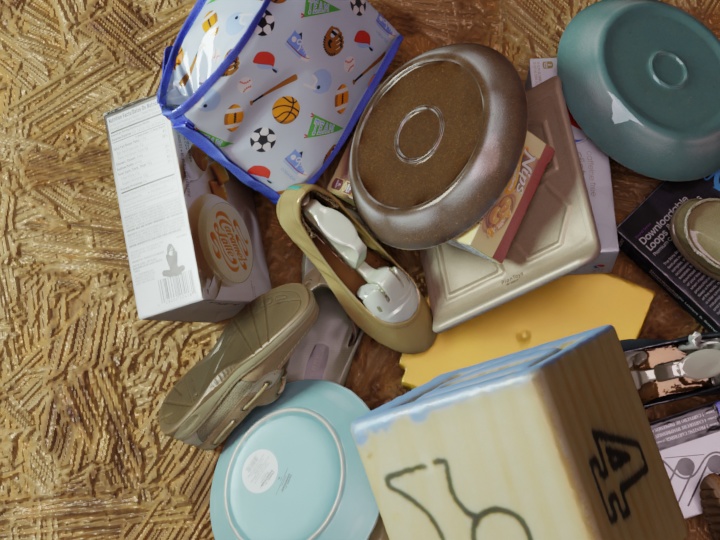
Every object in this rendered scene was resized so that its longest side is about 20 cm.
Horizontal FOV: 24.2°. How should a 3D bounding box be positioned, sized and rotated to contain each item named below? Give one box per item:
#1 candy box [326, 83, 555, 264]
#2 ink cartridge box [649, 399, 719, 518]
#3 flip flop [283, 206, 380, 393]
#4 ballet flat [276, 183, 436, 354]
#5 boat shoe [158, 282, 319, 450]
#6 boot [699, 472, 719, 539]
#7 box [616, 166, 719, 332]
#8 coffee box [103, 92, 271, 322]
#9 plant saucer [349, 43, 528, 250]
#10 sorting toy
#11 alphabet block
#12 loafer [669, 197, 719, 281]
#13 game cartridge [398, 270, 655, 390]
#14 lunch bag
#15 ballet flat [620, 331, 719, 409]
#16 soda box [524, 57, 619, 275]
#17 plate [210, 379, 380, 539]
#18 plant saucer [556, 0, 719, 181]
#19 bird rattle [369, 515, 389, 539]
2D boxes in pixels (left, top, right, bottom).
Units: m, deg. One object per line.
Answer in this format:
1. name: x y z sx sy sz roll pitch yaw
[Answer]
1. candy box: 0.071 -0.092 1.545 0.200 0.055 0.116 23 87 46
2. ink cartridge box: 0.329 0.169 1.548 0.200 0.044 0.094 -18 81 0
3. flip flop: -0.031 0.037 1.585 0.081 0.058 0.200 15 83 8
4. ballet flat: 0.000 0.000 1.536 0.200 0.063 0.069 45 72 -7
5. boat shoe: -0.102 0.090 1.552 0.200 0.064 0.071 -43 35 22
6. boot: 0.412 0.229 1.511 0.166 0.072 0.200 -34 99 -10
7. box: 0.353 -0.013 1.572 0.143 0.036 0.200 -43 81 -15
8. coffee box: -0.160 -0.057 1.573 0.080 0.114 0.200 -17 78 30
9. plant saucer: 0.060 -0.118 1.505 0.200 0.032 0.200 -19 59 34
10. sorting toy: 0.129 -0.058 1.544 0.185 0.036 0.200 -27 57 32
11. alphabet block: 0.138 0.180 1.437 0.195 0.196 0.200 -19 91 32
12. loafer: 0.377 -0.013 1.520 0.200 0.067 0.076 26 72 3
13. game cartridge: 0.154 0.063 1.586 0.200 0.032 0.176 23 82 9
14. lunch bag: -0.084 -0.184 1.555 0.124 0.170 0.200 11 70 48
15. ballet flat: 0.264 0.091 1.509 0.200 0.073 0.073 -11 80 11
16. soda box: 0.197 -0.099 1.577 0.068 0.064 0.200 -3 72 0
17. plate: -0.064 0.193 1.525 0.200 0.026 0.200 -14 65 32
18. plant saucer: 0.281 -0.180 1.571 0.200 0.036 0.200 8 63 -17
19. bird rattle: -0.012 0.226 1.535 0.163 0.113 0.200 3 77 20
